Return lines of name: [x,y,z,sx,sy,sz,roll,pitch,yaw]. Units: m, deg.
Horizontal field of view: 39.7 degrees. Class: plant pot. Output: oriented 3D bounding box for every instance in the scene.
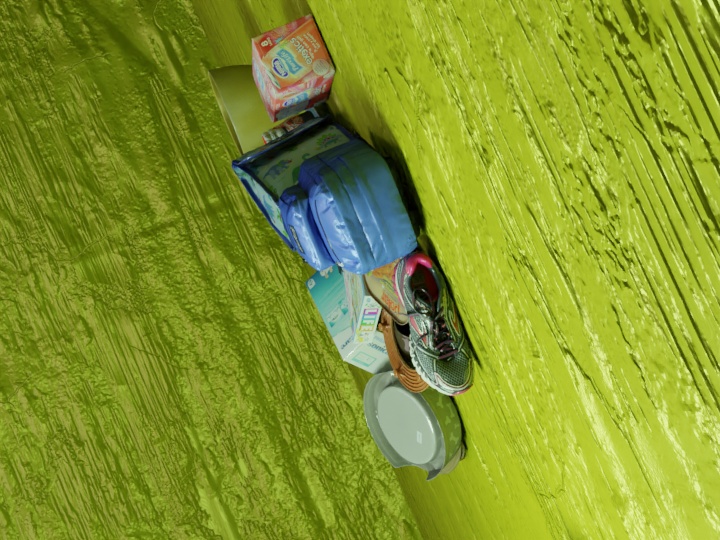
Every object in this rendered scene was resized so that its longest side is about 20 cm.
plant pot: [-0.212,-0.342,2.055,0.200,0.141,0.202,157,90,-83]

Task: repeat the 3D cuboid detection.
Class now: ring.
ring: [0.069,0.087,1.530,0.200,0.019,0.203,174,90,-67]

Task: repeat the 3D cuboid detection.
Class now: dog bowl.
dog bowl: [0.092,0.258,1.712,0.199,0.058,0.202,29,131,40]

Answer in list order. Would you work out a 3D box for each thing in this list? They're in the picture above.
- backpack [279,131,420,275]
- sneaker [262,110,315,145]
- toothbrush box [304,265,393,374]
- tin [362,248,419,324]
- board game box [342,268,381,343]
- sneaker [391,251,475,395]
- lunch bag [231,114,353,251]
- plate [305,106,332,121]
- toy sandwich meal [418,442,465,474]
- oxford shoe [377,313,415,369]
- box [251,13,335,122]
backpack: [-0.013,-0.073,1.351,0.163,0.167,0.200,62,171,-20]
sneaker: [-0.101,-0.165,1.726,0.067,0.107,0.203,-129,17,-64]
toothbrush box: [0.006,0.085,1.788,0.146,0.085,0.201,29,-157,-46]
tin: [0.050,0.006,1.475,0.200,0.041,0.113,-135,45,-59]
board game box: [0.000,0.000,1.656,0.135,0.034,0.201,104,161,-52]
sneaker: [0.095,0.072,1.336,0.075,0.080,0.202,132,115,-80]
lunch bag: [-0.091,-0.156,1.557,0.200,0.169,0.128,47,161,45]
plate: [-0.049,-0.209,1.739,0.200,0.025,0.202,157,90,-83]
toy sandwich meal: [0.120,0.270,1.793,0.204,0.070,0.207,29,130,40]
oxford shoe: [0.067,0.071,1.646,0.200,0.072,0.085,-124,29,-48]
box: [-0.109,-0.310,1.555,0.200,0.102,0.095,145,102,-84]
